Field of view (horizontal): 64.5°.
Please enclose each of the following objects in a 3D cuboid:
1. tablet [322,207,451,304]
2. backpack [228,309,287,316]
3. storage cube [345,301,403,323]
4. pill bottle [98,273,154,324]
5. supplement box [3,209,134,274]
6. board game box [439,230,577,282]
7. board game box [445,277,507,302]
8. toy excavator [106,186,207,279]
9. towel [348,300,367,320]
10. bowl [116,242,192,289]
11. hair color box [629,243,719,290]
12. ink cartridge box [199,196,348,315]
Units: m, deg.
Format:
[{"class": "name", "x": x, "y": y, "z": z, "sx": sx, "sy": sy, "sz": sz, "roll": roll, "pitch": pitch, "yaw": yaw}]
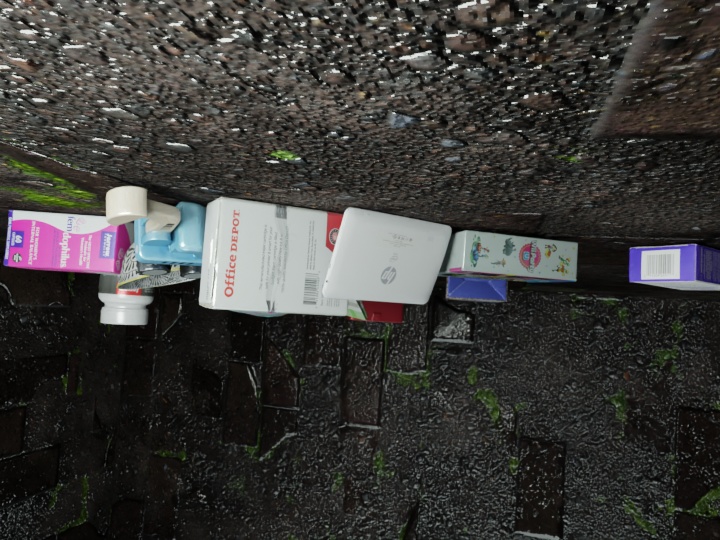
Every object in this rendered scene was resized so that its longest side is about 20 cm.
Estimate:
[{"class": "tablet", "x": 0.043, "y": -0.015, "z": 0.823, "sx": 0.199, "sy": 0.131, "sz": 0.014, "roll": 6, "pitch": -162, "yaw": -37}, {"class": "backpack", "x": -0.181, "y": 0.019, "z": 1.052, "sx": 0.166, "sy": 0.128, "sz": 0.199, "roll": 26, "pitch": 162, "yaw": -24}, {"class": "storage cube", "x": 0.046, "y": 0.077, "z": 1.888, "sx": 0.198, "sy": 0.182, "sz": 0.171, "roll": 5, "pitch": 177, "yaw": -5}, {"class": "pill bottle", "x": -0.503, "y": 0.014, "z": 1.236, "sx": 0.113, "sy": 0.202, "sz": 0.114, "roll": 3, "pitch": 177, "yaw": 0}, {"class": "supplement box", "x": -0.528, "y": -0.049, "z": 1.054, "sx": 0.198, "sy": 0.102, "sz": 0.103, "roll": 3, "pitch": 176, "yaw": -2}, {"class": "board game box", "x": 0.231, "y": -0.019, "z": 0.946, "sx": 0.198, "sy": 0.065, "sz": 0.147, "roll": 4, "pitch": 177, "yaw": -14}, {"class": "board game box", "x": 0.315, "y": 0.034, "z": 1.574, "sx": 0.158, "sy": 0.098, "sz": 0.200, "roll": 3, "pitch": 177, "yaw": 8}, {"class": "toy excavator", "x": -0.265, "y": -0.061, "z": 0.788, "sx": 0.193, "sy": 0.101, "sz": 0.199, "roll": 4, "pitch": 164, "yaw": -37}, {"class": "towel", "x": -0.070, "y": 0.029, "z": 1.162, "sx": 0.148, "sy": 0.031, "sz": 0.201, "roll": 13, "pitch": 152, "yaw": 24}, {"class": "bowl", "x": -0.352, "y": -0.031, "z": 1.052, "sx": 0.199, "sy": 0.095, "sz": 0.201, "roll": -13, "pitch": 175, "yaw": -1}, {"class": "hair color box", "x": 0.563, "y": -0.003, "z": 0.981, "sx": 0.199, "sy": 0.066, "sz": 0.109, "roll": 8, "pitch": 174, "yaw": -37}, {"class": "ink cartridge box", "x": -0.118, "y": -0.015, "z": 0.803, "sx": 0.198, "sy": 0.146, "sz": 0.084, "roll": 6, "pitch": 176, "yaw": -30}]
